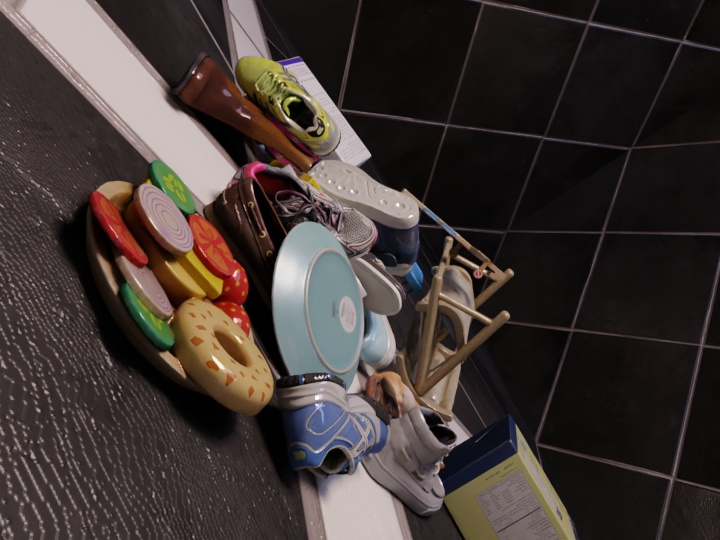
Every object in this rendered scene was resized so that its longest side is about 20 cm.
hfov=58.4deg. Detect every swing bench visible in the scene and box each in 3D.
[{"bbox_3d":[0.139,0.087,1.013,0.127,0.203,0.199,27,23,4],"label":"swing bench"}]

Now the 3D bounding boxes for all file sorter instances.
[{"bbox_3d":[0.006,-0.033,1.106,0.203,0.121,0.139,58,10,-4],"label":"file sorter"}]

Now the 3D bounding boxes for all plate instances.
[{"bbox_3d":[-0.035,0.045,0.718,0.199,0.025,0.206,33,53,-58],"label":"plate"}]

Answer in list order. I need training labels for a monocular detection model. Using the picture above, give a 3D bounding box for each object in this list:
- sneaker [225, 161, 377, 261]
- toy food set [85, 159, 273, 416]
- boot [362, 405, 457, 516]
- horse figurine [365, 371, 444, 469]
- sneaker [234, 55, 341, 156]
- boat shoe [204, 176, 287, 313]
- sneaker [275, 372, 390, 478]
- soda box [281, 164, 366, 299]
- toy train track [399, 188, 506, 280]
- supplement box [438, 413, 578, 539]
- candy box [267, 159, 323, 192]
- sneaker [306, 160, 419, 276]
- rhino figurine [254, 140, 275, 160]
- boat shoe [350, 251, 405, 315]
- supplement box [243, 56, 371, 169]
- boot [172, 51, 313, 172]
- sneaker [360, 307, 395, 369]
[{"bbox_3d":[-0.065,-0.067,0.780,0.196,0.074,0.083,18,65,-23],"label":"sneaker"},{"bbox_3d":[-0.138,0.009,0.508,0.199,0.048,0.201,53,12,-27],"label":"toy food set"},{"bbox_3d":[0.082,0.231,0.781,0.200,0.094,0.074,47,15,-48],"label":"boot"},{"bbox_3d":[0.053,0.194,0.883,0.200,0.049,0.134,48,15,-46],"label":"horse figurine"},{"bbox_3d":[-0.107,-0.251,0.926,0.199,0.076,0.076,40,0,14],"label":"sneaker"},{"bbox_3d":[-0.091,-0.008,0.724,0.202,0.069,0.071,56,12,-19],"label":"boat shoe"},{"bbox_3d":[-0.024,0.157,0.610,0.200,0.074,0.079,42,41,-57],"label":"sneaker"},{"bbox_3d":[-0.070,-0.032,0.856,0.203,0.063,0.068,59,-11,5],"label":"soda box"},{"bbox_3d":[0.130,-0.045,0.952,0.199,0.033,0.115,40,6,-7],"label":"toy train track"},{"bbox_3d":[0.229,0.362,0.994,0.203,0.133,0.200,59,10,8],"label":"supplement box"},{"bbox_3d":[-0.084,-0.106,0.965,0.104,0.026,0.199,60,-12,-25],"label":"candy box"},{"bbox_3d":[0.000,-0.065,0.968,0.197,0.081,0.149,27,-41,22],"label":"sneaker"},{"bbox_3d":[-0.122,-0.191,1.129,0.199,0.059,0.089,32,29,-55],"label":"rhino figurine"},{"bbox_3d":[0.000,0.000,0.913,0.198,0.060,0.076,25,-50,44],"label":"boat shoe"},{"bbox_3d":[-0.090,-0.227,1.046,0.201,0.101,0.103,52,31,-5],"label":"supplement box"},{"bbox_3d":[-0.152,-0.196,0.877,0.199,0.069,0.188,40,0,-7],"label":"boot"},{"bbox_3d":[-0.010,0.046,0.948,0.082,0.073,0.202,40,16,-48],"label":"sneaker"}]
